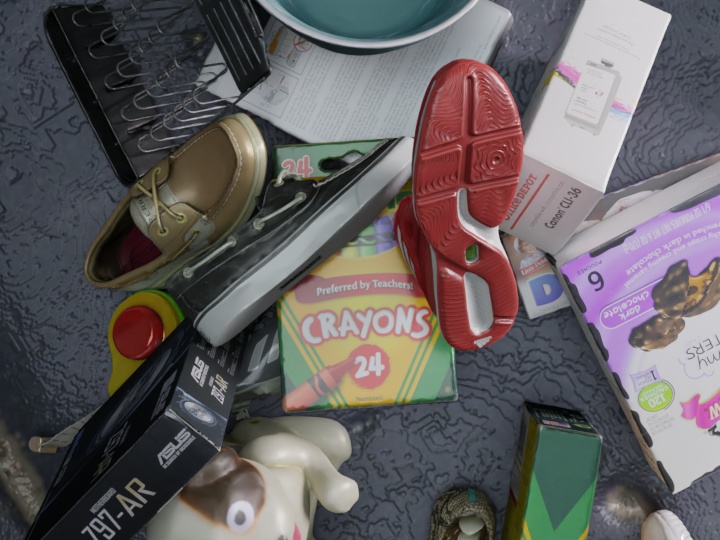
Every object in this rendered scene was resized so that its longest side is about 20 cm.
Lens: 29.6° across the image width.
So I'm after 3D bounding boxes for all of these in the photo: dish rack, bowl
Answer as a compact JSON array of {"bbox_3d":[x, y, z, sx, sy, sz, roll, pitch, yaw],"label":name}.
[{"bbox_3d":[-0.148,-0.166,1.006,0.055,0.200,0.154,-27,89,-39],"label":"dish rack"},{"bbox_3d":[0.001,-0.237,0.981,0.200,0.105,0.201,1,79,-3],"label":"bowl"}]

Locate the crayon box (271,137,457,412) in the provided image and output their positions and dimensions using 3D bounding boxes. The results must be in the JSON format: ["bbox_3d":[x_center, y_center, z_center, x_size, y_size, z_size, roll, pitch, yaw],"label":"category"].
[{"bbox_3d":[0.000,0.000,0.999,0.127,0.051,0.201,-5,85,-1],"label":"crayon box"}]

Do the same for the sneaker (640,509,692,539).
[{"bbox_3d":[0.195,0.287,1.046,0.129,0.079,0.200,-4,101,-6],"label":"sneaker"}]

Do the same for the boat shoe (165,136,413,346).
[{"bbox_3d":[-0.045,-0.035,0.932,0.200,0.071,0.064,-40,82,-6],"label":"boat shoe"}]

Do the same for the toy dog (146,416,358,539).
[{"bbox_3d":[-0.093,0.170,0.994,0.194,0.200,0.140,21,92,1],"label":"toy dog"}]

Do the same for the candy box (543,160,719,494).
[{"bbox_3d":[0.260,0.039,1.026,0.168,0.072,0.200,-28,100,3],"label":"candy box"}]

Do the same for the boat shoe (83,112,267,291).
[{"bbox_3d":[-0.140,-0.041,1.005,0.200,0.066,0.074,-47,67,39],"label":"boat shoe"}]

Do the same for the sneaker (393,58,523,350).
[{"bbox_3d":[0.049,-0.055,0.897,0.078,0.116,0.200,-11,120,-19],"label":"sneaker"}]

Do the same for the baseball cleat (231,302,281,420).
[{"bbox_3d":[-0.056,0.041,1.064,0.200,0.070,0.107,-23,80,-5],"label":"baseball cleat"}]

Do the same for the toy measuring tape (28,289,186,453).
[{"bbox_3d":[-0.189,0.069,1.067,0.200,0.074,0.074,-33,90,18],"label":"toy measuring tape"}]

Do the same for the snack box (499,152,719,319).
[{"bbox_3d":[0.213,-0.029,1.065,0.200,0.024,0.072,-20,93,2],"label":"snack box"}]

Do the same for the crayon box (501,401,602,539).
[{"bbox_3d":[0.135,0.208,1.024,0.051,0.127,0.200,10,93,2],"label":"crayon box"}]

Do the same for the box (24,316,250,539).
[{"bbox_3d":[-0.151,0.117,0.934,0.044,0.200,0.160,41,106,-12],"label":"box"}]

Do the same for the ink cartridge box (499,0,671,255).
[{"bbox_3d":[0.148,-0.093,0.984,0.067,0.117,0.200,25,67,1],"label":"ink cartridge box"}]

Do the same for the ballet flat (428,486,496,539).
[{"bbox_3d":[0.067,0.269,1.053,0.068,0.075,0.200,10,92,1],"label":"ballet flat"}]

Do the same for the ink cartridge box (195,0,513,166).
[{"bbox_3d":[-0.004,-0.168,1.064,0.200,0.050,0.162,27,92,6],"label":"ink cartridge box"}]
